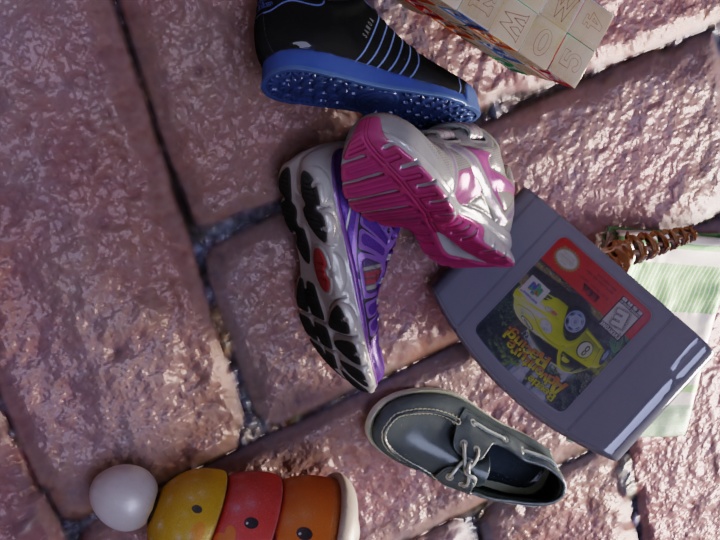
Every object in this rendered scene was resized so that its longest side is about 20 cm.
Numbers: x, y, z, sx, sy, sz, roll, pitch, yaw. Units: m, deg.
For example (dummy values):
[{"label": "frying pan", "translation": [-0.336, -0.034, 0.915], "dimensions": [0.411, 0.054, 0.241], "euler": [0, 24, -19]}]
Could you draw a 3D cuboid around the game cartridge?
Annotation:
[{"label": "game cartridge", "translation": [0.158, 0.046, 0.854], "dimensions": [0.133, 0.200, 0.041], "euler": [-48, 163, 1]}]

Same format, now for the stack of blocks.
[{"label": "stack of blocks", "translation": [0.063, -0.205, 0.748], "dimensions": [0.199, 0.115, 0.059], "euler": [25, 97, -30]}]

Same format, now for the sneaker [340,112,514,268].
[{"label": "sneaker", "translation": [0.053, -0.071, 0.788], "dimensions": [0.200, 0.081, 0.089], "euler": [35, 60, -54]}]

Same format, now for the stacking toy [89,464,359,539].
[{"label": "stacking toy", "translation": [-0.112, 0.201, 0.826], "dimensions": [0.198, 0.146, 0.147], "euler": [20, 100, -12]}]

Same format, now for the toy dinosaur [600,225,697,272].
[{"label": "toy dinosaur", "translation": [0.193, 0.032, 0.900], "dimensions": [0.199, 0.102, 0.136], "euler": [-37, 86, 22]}]

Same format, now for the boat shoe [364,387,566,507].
[{"label": "boat shoe", "translation": [0.095, 0.155, 0.924], "dimensions": [0.199, 0.062, 0.073], "euler": [24, 98, -30]}]

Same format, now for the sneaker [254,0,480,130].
[{"label": "sneaker", "translation": [0.010, -0.151, 0.771], "dimensions": [0.199, 0.070, 0.079], "euler": [8, 69, -44]}]

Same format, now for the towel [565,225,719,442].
[{"label": "towel", "translation": [0.264, 0.061, 0.990], "dimensions": [0.151, 0.023, 0.202], "euler": [2, 107, -26]}]

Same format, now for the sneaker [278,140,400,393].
[{"label": "sneaker", "translation": [0.000, 0.000, 0.819], "dimensions": [0.083, 0.080, 0.202], "euler": [-22, 119, -28]}]
